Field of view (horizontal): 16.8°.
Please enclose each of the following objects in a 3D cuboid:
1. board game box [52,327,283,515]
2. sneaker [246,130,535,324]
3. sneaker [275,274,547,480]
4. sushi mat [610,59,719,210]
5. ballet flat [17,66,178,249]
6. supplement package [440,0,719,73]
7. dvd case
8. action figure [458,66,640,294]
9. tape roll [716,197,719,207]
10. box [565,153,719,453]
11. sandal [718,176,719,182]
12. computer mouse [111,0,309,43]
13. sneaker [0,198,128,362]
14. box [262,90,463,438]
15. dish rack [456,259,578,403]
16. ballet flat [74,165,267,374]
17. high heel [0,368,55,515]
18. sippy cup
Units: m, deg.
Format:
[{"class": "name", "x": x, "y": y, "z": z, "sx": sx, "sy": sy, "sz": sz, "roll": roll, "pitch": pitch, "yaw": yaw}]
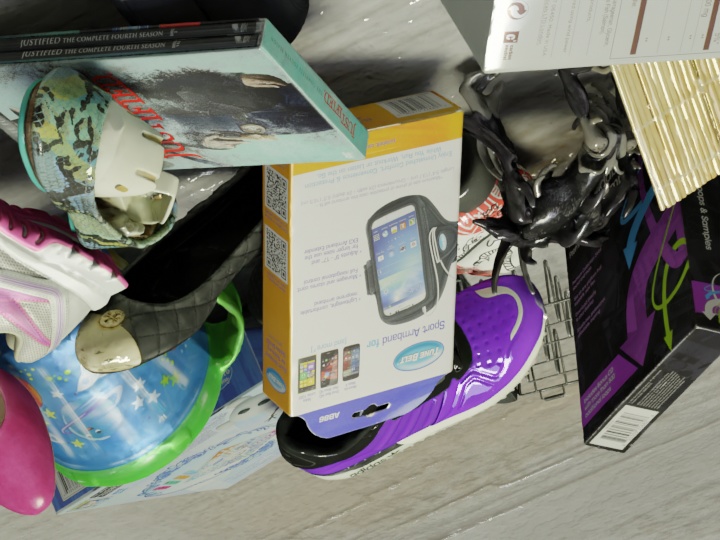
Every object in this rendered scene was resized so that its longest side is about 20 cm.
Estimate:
[{"class": "board game box", "x": -0.087, "y": 0.099, "z": 1.671, "sx": 0.200, "sy": 0.044, "sz": 0.199, "roll": -33, "pitch": 163, "yaw": 28}, {"class": "sneaker", "x": 0.030, "y": -0.010, "z": 1.563, "sx": 0.201, "sy": 0.068, "sz": 0.108, "roll": -34, "pitch": 143, "yaw": 26}, {"class": "sneaker", "x": 0.029, "y": 0.069, "z": 1.563, "sx": 0.200, "sy": 0.070, "sz": 0.099, "roll": -36, "pitch": 159, "yaw": 11}, {"class": "sushi mat", "x": 0.180, "y": -0.135, "z": 1.356, "sx": 0.095, "sy": 0.012, "sz": 0.201, "roll": -26, "pitch": 122, "yaw": -5}, {"class": "ballet flat", "x": -0.132, "y": -0.057, "z": 1.298, "sx": 0.074, "sy": 0.075, "sz": 0.200, "roll": -15, "pitch": 169, "yaw": 1}, {"class": "supplement package", "x": 0.144, "y": -0.183, "z": 1.232, "sx": 0.199, "sy": 0.117, "sz": 0.118, "roll": -5, "pitch": 127, "yaw": -18}, {"class": "dvd case", "x": -0.112, "y": -0.092, "z": 1.326, "sx": 0.199, "sy": 0.022, "sz": 0.146, "roll": 0, "pitch": 159, "yaw": 23}, {"class": "action figure", "x": 0.126, "y": -0.082, "z": 1.451, "sx": 0.118, "sy": 0.102, "sz": 0.200, "roll": 8, "pitch": 128, "yaw": -38}, {"class": "tape roll", "x": 0.278, "y": -0.041, "z": 1.532, "sx": 0.200, "sy": 0.048, "sz": 0.201, "roll": -45, "pitch": 157, "yaw": -24}, {"class": "box", "x": 0.173, "y": -0.010, "z": 1.493, "sx": 0.036, "sy": 0.201, "sz": 0.143, "roll": 12, "pitch": 143, "yaw": -19}, {"class": "sandal", "x": 0.251, "y": -0.044, "z": 1.626, "sx": 0.075, "sy": 0.048, "sz": 0.201, "roll": 0, "pitch": 149, "yaw": -24}, {"class": "computer mouse", "x": -0.093, "y": -0.150, "z": 1.275, "sx": 0.138, "sy": 0.053, "sz": 0.200, "roll": -26, "pitch": 149, "yaw": 18}, {"class": "sneaker", "x": -0.231, "y": -0.010, "z": 1.362, "sx": 0.199, "sy": 0.081, "sz": 0.088, "roll": 32, "pitch": 96, "yaw": -23}, {"class": "box", "x": 0.000, "y": 0.000, "z": 1.454, "sx": 0.118, "sy": 0.041, "sz": 0.201, "roll": -14, "pitch": 122, "yaw": -28}, {"class": "dish rack", "x": 0.156, "y": 0.031, "z": 1.689, "sx": 0.199, "sy": 0.055, "sz": 0.153, "roll": -16, "pitch": 153, "yaw": 14}, {"class": "ballet flat", "x": -0.098, "y": -0.014, "z": 1.436, "sx": 0.200, "sy": 0.066, "sz": 0.057, "roll": -45, "pitch": 146, "yaw": -26}, {"class": "high heel", "x": -0.248, "y": 0.058, "z": 1.410, "sx": 0.067, "sy": 0.201, "sz": 0.096, "roll": -31, "pitch": 174, "yaw": 6}, {"class": "sippy cup", "x": -0.172, "y": 0.045, "z": 1.514, "sx": 0.178, "sy": 0.139, "sz": 0.130, "roll": -49, "pitch": 141, "yaw": -12}]
